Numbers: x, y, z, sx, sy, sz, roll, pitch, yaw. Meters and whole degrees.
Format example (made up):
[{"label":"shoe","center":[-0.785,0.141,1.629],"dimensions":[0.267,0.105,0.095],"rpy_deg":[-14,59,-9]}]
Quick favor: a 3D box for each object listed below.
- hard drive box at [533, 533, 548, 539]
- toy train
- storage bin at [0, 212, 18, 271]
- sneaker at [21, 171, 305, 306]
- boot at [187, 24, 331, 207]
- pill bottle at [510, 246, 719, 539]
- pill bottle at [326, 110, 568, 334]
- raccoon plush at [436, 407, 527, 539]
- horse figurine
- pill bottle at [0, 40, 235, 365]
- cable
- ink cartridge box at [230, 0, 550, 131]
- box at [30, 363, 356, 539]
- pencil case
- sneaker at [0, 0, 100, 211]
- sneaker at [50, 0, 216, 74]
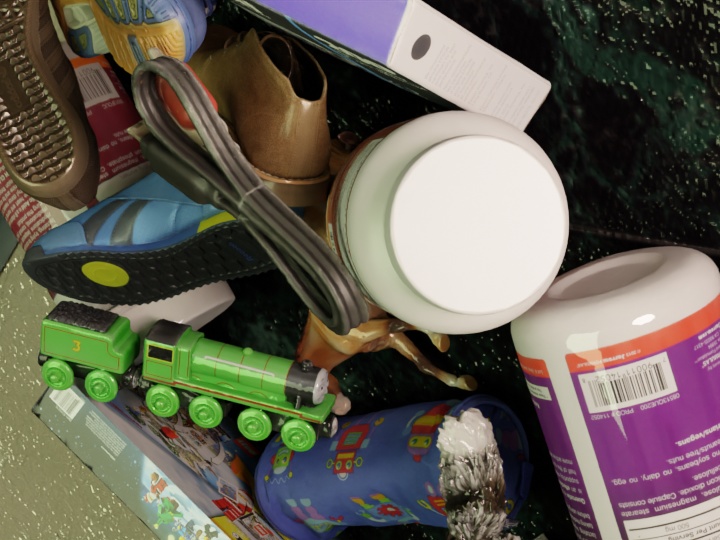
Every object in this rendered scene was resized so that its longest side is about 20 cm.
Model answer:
[{"label":"hard drive box","center":[0.109,0.282,1.153],"dimensions":[0.200,0.156,0.077],"rpy_deg":[47,143,16]},{"label":"toy train","center":[-0.108,0.063,1.227],"dimensions":[0.199,0.042,0.057],"rpy_deg":[13,118,11]},{"label":"storage bin","center":[-0.351,-0.052,1.483],"dimensions":[0.135,0.145,0.200],"rpy_deg":[60,142,18]},{"label":"sneaker","center":[-0.117,-0.032,1.204],"dimensions":[0.200,0.079,0.066],"rpy_deg":[-13,145,30]},{"label":"boot","center":[-0.058,-0.112,1.144],"dimensions":[0.200,0.073,0.076],"rpy_deg":[-127,41,-56]},{"label":"pill bottle","center":[0.157,0.096,1.031],"dimensions":[0.112,0.112,0.201],"rpy_deg":[-5,108,48]},{"label":"pill bottle","center":[0.045,-0.025,1.015],"dimensions":[0.200,0.112,0.112],"rpy_deg":[-159,44,-83]},{"label":"raccoon plush","center":[0.105,0.179,1.051],"dimensions":[0.134,0.097,0.201],"rpy_deg":[0,110,27]},{"label":"horse figurine","center":[0.000,0.000,1.193],"dimensions":[0.132,0.050,0.201],"rpy_deg":[10,121,41]},{"label":"pill bottle","center":[-0.173,-0.041,1.306],"dimensions":[0.200,0.114,0.114],"rpy_deg":[59,140,4]},{"label":"cable","center":[-0.058,-0.051,1.038],"dimensions":[0.200,0.050,0.097],"rpy_deg":[37,145,31]},{"label":"ink cartridge box","center":[-0.025,-0.145,1.037],"dimensions":[0.198,0.200,0.043],"rpy_deg":[29,92,34]},{"label":"box","center":[-0.107,0.137,1.307],"dimensions":[0.200,0.137,0.038],"rpy_deg":[43,107,14]},{"label":"pencil case","center":[0.023,0.126,1.222],"dimensions":[0.087,0.078,0.200],"rpy_deg":[34,151,-31]},{"label":"sneaker","center":[-0.214,-0.126,1.224],"dimensions":[0.076,0.070,0.201],"rpy_deg":[62,-172,-72]},{"label":"sneaker","center":[-0.120,-0.166,1.164],"dimensions":[0.200,0.088,0.076],"rpy_deg":[28,138,63]}]
